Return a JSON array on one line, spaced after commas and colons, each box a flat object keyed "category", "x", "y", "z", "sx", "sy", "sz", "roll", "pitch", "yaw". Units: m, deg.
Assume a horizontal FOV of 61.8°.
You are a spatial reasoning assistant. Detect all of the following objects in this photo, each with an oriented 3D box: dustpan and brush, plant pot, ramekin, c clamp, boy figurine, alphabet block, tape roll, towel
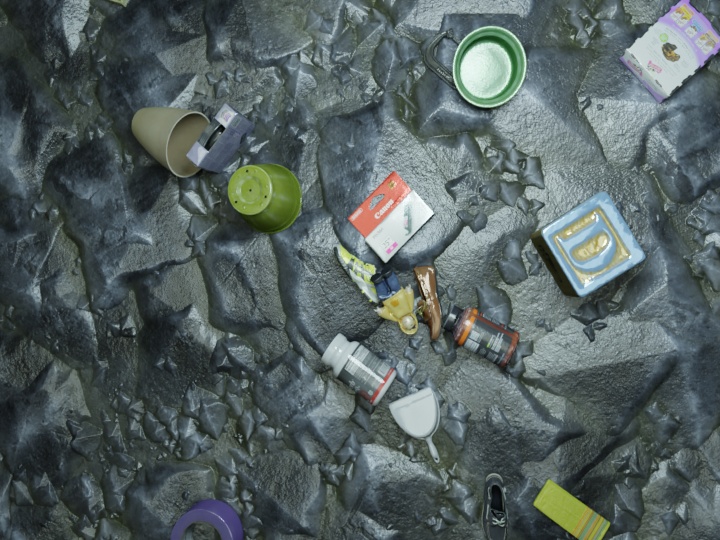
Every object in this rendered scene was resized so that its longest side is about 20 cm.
[{"category": "dustpan and brush", "x": 0.177, "y": 0.445, "z": 1.689, "sx": 0.137, "sy": 0.057, "sz": 0.205, "roll": -24, "pitch": 80, "yaw": 9}, {"category": "plant pot", "x": -0.280, "y": -0.214, "z": 1.686, "sx": 0.194, "sy": 0.193, "sz": 0.207, "roll": 0, "pitch": 89, "yaw": 8}, {"category": "ramekin", "x": 0.342, "y": -0.544, "z": 1.624, "sx": 0.194, "sy": 0.098, "sz": 0.206, "roll": 1, "pitch": 102, "yaw": 5}, {"category": "c clamp", "x": 0.283, "y": -0.604, "z": 1.690, "sx": 0.198, "sy": 0.027, "sz": 0.173, "roll": 36, "pitch": 100, "yaw": 6}, {"category": "boy figurine", "x": 0.096, "y": 0.093, "z": 1.666, "sx": 0.122, "sy": 0.065, "sz": 0.203, "roll": -28, "pitch": 105, "yaw": 1}, {"category": "alphabet block", "x": 0.576, "y": -0.062, "z": 1.551, "sx": 0.192, "sy": 0.200, "sz": 0.200, "roll": -30, "pitch": 85, "yaw": 8}, {"category": "tape roll", "x": -0.448, "y": 0.787, "z": 1.761, "sx": 0.194, "sy": 0.085, "sz": 0.207, "roll": 0, "pitch": 90, "yaw": 8}, {"category": "towel", "x": 0.575, "y": 0.664, "z": 1.641, "sx": 0.198, "sy": 0.018, "sz": 0.087, "roll": 35, "pitch": 89, "yaw": 8}, {"category": "plant pot", "x": -0.564, "y": -0.398, "z": 1.751, "sx": 0.197, "sy": 0.187, "sz": 0.191, "roll": 26, "pitch": 93, "yaw": 22}]

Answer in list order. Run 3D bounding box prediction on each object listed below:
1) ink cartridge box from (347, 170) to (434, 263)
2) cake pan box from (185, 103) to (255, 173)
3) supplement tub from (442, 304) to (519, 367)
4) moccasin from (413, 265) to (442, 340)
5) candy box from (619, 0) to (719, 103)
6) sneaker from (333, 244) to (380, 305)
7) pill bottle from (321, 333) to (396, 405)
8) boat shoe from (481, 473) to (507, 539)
[{"category": "ink cartridge box", "x": 0.084, "y": -0.155, "z": 1.706, "sx": 0.200, "sy": 0.044, "sz": 0.174, "roll": -44, "pitch": 85, "yaw": 6}, {"category": "cake pan box", "x": -0.392, "y": -0.368, "z": 1.701, "sx": 0.052, "sy": 0.200, "sz": 0.186, "roll": 38, "pitch": 97, "yaw": 2}, {"category": "supplement tub", "x": 0.325, "y": 0.171, "z": 1.635, "sx": 0.196, "sy": 0.107, "sz": 0.109, "roll": 28, "pitch": 94, "yaw": 8}, {"category": "moccasin", "x": 0.184, "y": 0.090, "z": 1.667, "sx": 0.075, "sy": 0.074, "sz": 0.208, "roll": -8, "pitch": 88, "yaw": -6}, {"category": "candy box", "x": 0.819, "y": -0.578, "z": 1.581, "sx": 0.199, "sy": 0.072, "sz": 0.169, "roll": -41, "pitch": 84, "yaw": 6}, {"category": "sneaker", "x": 0.000, "y": 0.000, "z": 1.709, "sx": 0.076, "sy": 0.075, "sz": 0.201, "roll": -41, "pitch": 94, "yaw": -1}, {"category": "pill bottle", "x": -0.006, "y": 0.273, "z": 1.680, "sx": 0.198, "sy": 0.116, "sz": 0.117, "roll": 35, "pitch": 95, "yaw": 8}, {"category": "boat shoe", "x": 0.368, "y": 0.668, "z": 1.647, "sx": 0.070, "sy": 0.063, "sz": 0.207, "roll": -2, "pitch": 90, "yaw": 8}]
